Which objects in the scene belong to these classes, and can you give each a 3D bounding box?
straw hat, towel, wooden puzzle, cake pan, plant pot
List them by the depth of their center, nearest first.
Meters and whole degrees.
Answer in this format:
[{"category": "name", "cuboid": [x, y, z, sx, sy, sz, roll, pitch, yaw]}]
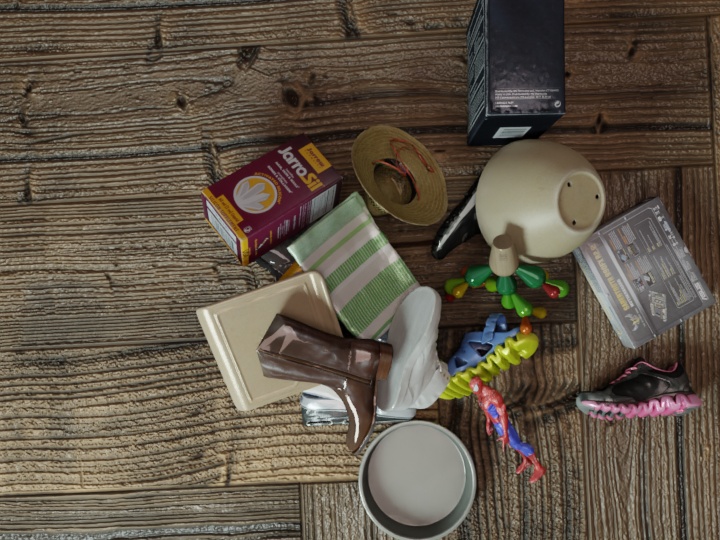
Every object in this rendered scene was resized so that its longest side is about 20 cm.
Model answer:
[{"category": "wooden puzzle", "cuboid": [-0.126, 0.107, 0.910, 0.197, 0.037, 0.188, -16, 112, 1]}, {"category": "towel", "cuboid": [0.000, 0.000, 0.928, 0.152, 0.023, 0.201, -42, 104, -26]}, {"category": "plant pot", "cuboid": [0.297, -0.106, 0.929, 0.197, 0.134, 0.204, -2, 96, -19]}, {"category": "straw hat", "cuboid": [0.048, -0.135, 0.987, 0.201, 0.201, 0.085, 48, 135, 1]}, {"category": "cake pan", "cuboid": [0.095, 0.351, 1.013, 0.196, 0.037, 0.204, 0, 90, 1]}]

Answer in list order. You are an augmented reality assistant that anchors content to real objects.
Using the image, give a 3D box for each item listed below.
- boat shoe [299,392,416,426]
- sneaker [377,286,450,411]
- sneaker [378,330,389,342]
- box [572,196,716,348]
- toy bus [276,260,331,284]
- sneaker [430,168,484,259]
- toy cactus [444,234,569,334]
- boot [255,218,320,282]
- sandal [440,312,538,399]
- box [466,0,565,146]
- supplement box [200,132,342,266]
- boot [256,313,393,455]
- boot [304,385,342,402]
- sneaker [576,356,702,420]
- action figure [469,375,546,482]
[{"category": "boat shoe", "cuboid": [-0.005, 0.238, 1.007, 0.196, 0.069, 0.058, 4, 98, 7]}, {"category": "sneaker", "cuboid": [0.100, 0.125, 0.945, 0.114, 0.073, 0.203, 12, 103, -42]}, {"category": "sneaker", "cuboid": [0.016, 0.102, 0.997, 0.197, 0.075, 0.116, 19, 88, -1]}, {"category": "box", "cuboid": [0.468, 0.004, 0.999, 0.157, 0.048, 0.202, -30, 89, 2]}, {"category": "toy bus", "cuboid": [-0.123, 0.065, 0.957, 0.078, 0.065, 0.200, 43, 99, -3]}, {"category": "sneaker", "cuboid": [0.202, -0.087, 0.997, 0.087, 0.076, 0.201, 38, 91, -4]}, {"category": "toy cactus", "cuboid": [0.222, 0.016, 0.939, 0.197, 0.166, 0.103, 10, 55, 24]}, {"category": "boot", "cuboid": [-0.121, -0.050, 1.014, 0.132, 0.070, 0.200, -43, 100, -2]}, {"category": "sandal", "cuboid": [0.195, 0.142, 1.002, 0.198, 0.080, 0.088, -33, 52, 8]}, {"category": "box", "cuboid": [0.235, -0.315, 0.932, 0.121, 0.200, 0.202, -1, 90, 2]}, {"category": "supplement box", "cuboid": [-0.138, -0.114, 0.953, 0.199, 0.086, 0.111, -36, 73, -23]}, {"category": "boot", "cuboid": [-0.067, 0.170, 0.886, 0.197, 0.064, 0.190, 13, 97, -15]}, {"category": "boot", "cuboid": [-0.051, 0.173, 0.994, 0.196, 0.090, 0.074, 12, 88, 0]}, {"category": "sneaker", "cuboid": [0.454, 0.194, 0.996, 0.196, 0.079, 0.097, -4, 68, 1]}, {"category": "action figure", "cuboid": [0.232, 0.255, 0.977, 0.051, 0.065, 0.202, -32, 102, -8]}]
